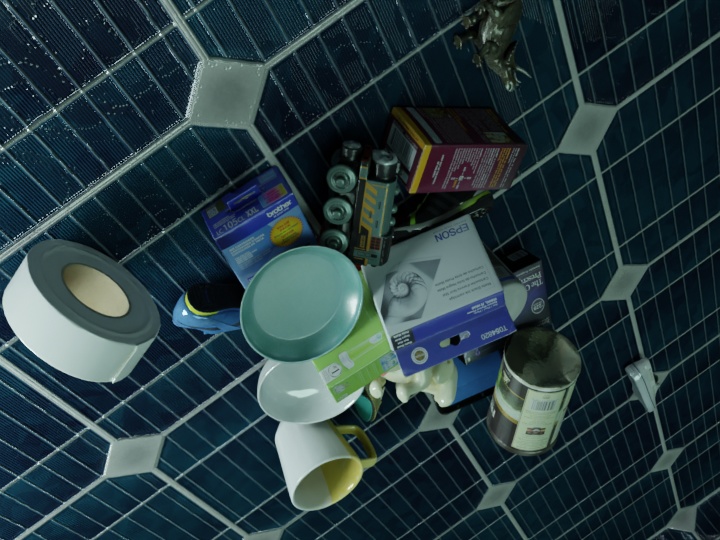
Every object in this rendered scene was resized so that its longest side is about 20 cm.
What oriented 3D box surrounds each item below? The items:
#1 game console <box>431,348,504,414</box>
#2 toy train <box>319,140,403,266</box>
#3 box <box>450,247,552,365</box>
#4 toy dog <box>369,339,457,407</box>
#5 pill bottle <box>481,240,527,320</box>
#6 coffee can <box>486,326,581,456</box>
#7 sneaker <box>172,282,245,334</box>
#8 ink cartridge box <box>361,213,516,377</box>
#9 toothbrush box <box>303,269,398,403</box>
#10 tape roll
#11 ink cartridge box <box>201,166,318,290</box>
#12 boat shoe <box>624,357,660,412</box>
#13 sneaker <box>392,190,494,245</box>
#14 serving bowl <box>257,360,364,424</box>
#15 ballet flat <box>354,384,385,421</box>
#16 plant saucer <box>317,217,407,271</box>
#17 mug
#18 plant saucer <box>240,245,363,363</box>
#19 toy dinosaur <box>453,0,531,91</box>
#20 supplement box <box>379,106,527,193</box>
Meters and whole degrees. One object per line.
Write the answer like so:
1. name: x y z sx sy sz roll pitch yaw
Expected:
1. game console: 0.217 0.155 1.732 0.196 0.117 0.178 -21 137 -16
2. toy train: 0.001 -0.098 1.342 0.111 0.086 0.204 9 121 1
3. box: 0.252 0.067 1.668 0.197 0.079 0.144 -24 118 -15
4. toy dog: 0.083 0.143 1.578 0.198 0.138 0.198 24 86 -48
5. pill bottle: 0.181 0.005 1.497 0.112 0.201 0.115 -22 139 -20
6. coffee can: 0.325 0.229 1.670 0.143 0.147 0.203 -16 137 -21
7. sneaker: -0.206 0.066 1.411 0.197 0.067 0.079 4 142 -38
8. ink cartridge box: 0.119 0.036 1.380 0.196 0.203 0.041 -22 156 -1
9. toothbrush box: 0.004 0.094 1.443 0.198 0.147 0.086 -32 155 -4
10. tape roll: -0.367 0.052 1.176 0.200 0.204 0.071 24 114 -45
11. ink cartridge box: -0.147 -0.059 1.320 0.135 0.077 0.202 -31 137 -5
12. boat shoe: 0.727 0.291 2.233 0.066 0.074 0.201 -33 138 3
13. sneaker: 0.126 -0.105 1.464 0.196 0.084 0.072 -22 166 -10
14. serving bowl: -0.091 0.186 1.579 0.195 0.067 0.203 -9 134 -10
15. ballet flat: 0.015 0.217 1.698 0.070 0.071 0.202 -25 138 -10
16. plant saucer: 0.000 0.000 1.502 0.196 0.037 0.203 0 127 -34
17. mug: -0.080 0.351 1.686 0.149 0.154 0.186 -45 139 11
18. plant saucer: -0.092 0.046 1.345 0.195 0.036 0.204 -11 122 -18
19. toy dinosaur: 0.198 -0.360 1.285 0.101 0.077 0.203 -25 134 -29
20. supplement box: 0.143 -0.187 1.365 0.196 0.111 0.087 -5 132 -30
